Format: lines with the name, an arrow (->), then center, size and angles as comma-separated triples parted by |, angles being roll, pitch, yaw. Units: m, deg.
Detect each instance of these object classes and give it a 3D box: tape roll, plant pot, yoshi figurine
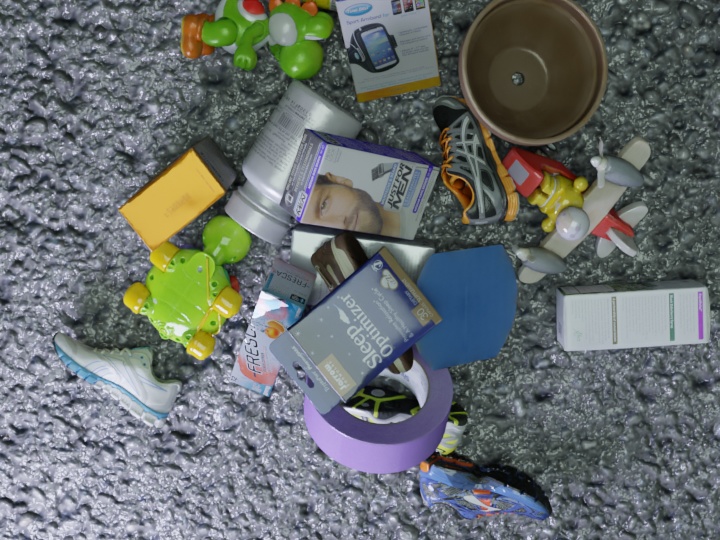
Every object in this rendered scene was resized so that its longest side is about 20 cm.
tape roll -> 0.023, 0.172, 1.576 | 0.197, 0.202, 0.066 | 8, 134, 0
plant pot -> 0.219, -0.262, 1.550 | 0.198, 0.093, 0.204 | 0, 87, -9
yoshi figurine -> -0.131, -0.297, 1.553 | 0.197, 0.112, 0.114 | 0, 64, 11

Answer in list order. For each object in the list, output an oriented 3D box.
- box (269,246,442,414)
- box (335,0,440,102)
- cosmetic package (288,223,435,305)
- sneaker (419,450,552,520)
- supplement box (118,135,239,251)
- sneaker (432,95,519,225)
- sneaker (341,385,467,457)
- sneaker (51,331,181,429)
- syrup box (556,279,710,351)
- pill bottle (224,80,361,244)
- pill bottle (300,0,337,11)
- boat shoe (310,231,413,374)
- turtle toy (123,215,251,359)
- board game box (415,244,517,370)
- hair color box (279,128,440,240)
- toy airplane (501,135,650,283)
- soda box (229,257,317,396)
box -> -0.007, 0.080, 1.497 | 0.199, 0.032, 0.122 | -40, 95, -3
box -> 0.035, -0.314, 1.524 | 0.117, 0.042, 0.201 | -11, 139, 3
cosmetic package -> 0.000, 0.000, 1.615 | 0.197, 0.071, 0.103 | 8, 101, 0
sneaker -> 0.175, 0.319, 1.665 | 0.197, 0.075, 0.079 | 16, 107, 7
supplement box -> -0.236, -0.106, 1.541 | 0.126, 0.200, 0.074 | -38, 99, 5
sneaker -> 0.138, -0.148, 1.553 | 0.076, 0.079, 0.202 | -18, 64, -15
sneaker -> 0.049, 0.217, 1.646 | 0.197, 0.076, 0.077 | 12, 115, 8
sneaker -> -0.340, 0.134, 1.651 | 0.199, 0.075, 0.087 | 35, 91, -11
syrup box -> 0.373, 0.061, 1.610 | 0.197, 0.079, 0.083 | -3, 98, 2
pill bottle -> -0.095, -0.143, 1.575 | 0.114, 0.114, 0.201 | 33, 98, -3
pill bottle -> -0.075, -0.410, 1.539 | 0.197, 0.109, 0.111 | 14, 99, -1
boat shoe -> 0.000, 0.052, 1.559 | 0.074, 0.075, 0.204 | -25, 94, 21
turtle toy -> -0.221, 0.014, 1.601 | 0.145, 0.101, 0.201 | 36, 110, 2
board game box -> 0.133, 0.047, 1.603 | 0.198, 0.039, 0.160 | -8, 103, -38
hair color box -> 0.001, -0.111, 1.542 | 0.198, 0.065, 0.111 | 7, 111, -38
toy airplane -> 0.292, -0.075, 1.560 | 0.196, 0.142, 0.202 | -5, 117, 14
soda box -> -0.120, 0.080, 1.582 | 0.063, 0.069, 0.201 | 22, 134, -2
